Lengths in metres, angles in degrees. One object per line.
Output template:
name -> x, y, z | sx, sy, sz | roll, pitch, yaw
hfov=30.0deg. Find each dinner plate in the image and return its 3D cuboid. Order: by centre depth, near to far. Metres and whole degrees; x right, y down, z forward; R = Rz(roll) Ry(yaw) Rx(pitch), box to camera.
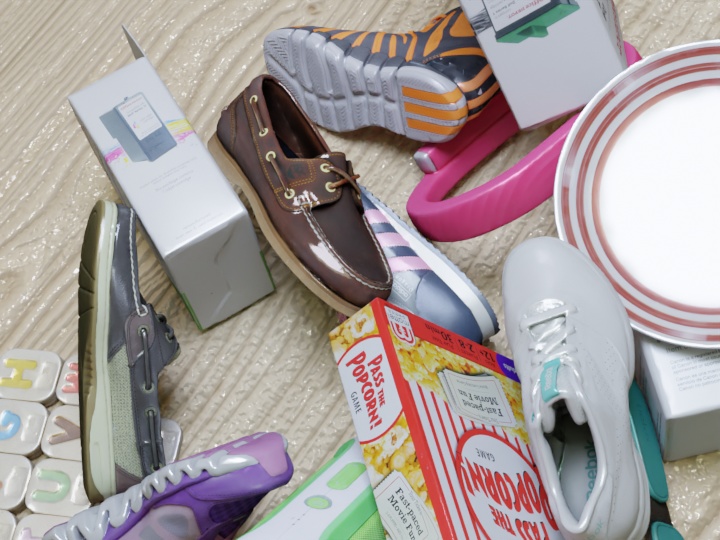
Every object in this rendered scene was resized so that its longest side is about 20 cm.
dinner plate -> 0.221, -0.048, 0.839 | 0.200, 0.024, 0.201 | -4, 76, 17

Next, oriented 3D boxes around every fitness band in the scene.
fitness band -> 0.115, -0.094, 0.942 | 0.200, 0.037, 0.144 | -41, 23, -14

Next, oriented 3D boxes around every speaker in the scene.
speaker -> -0.016, 0.162, 0.784 | 0.088, 0.089, 0.200 | 21, 24, 19

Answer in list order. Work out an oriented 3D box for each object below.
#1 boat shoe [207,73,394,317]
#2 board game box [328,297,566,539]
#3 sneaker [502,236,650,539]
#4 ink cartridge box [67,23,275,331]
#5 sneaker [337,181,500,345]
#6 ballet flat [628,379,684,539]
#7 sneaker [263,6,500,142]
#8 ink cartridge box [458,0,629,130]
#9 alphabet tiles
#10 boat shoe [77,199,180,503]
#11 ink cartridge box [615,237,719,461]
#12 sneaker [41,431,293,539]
boat shoe -> -0.036, -0.054, 0.901 | 0.070, 0.070, 0.200 | -51, 58, 20
board game box -> 0.067, 0.128, 0.801 | 0.046, 0.151, 0.200 | -38, 50, 26
sneaker -> 0.121, 0.065, 0.786 | 0.075, 0.088, 0.200 | -21, 66, 21
ink cartridge box -> -0.144, -0.069, 0.970 | 0.067, 0.117, 0.200 | -30, 61, -9
sneaker -> 0.000, 0.000, 0.937 | 0.082, 0.070, 0.200 | -42, 62, -15
ballet flat -> 0.167, 0.161, 0.837 | 0.065, 0.070, 0.200 | -27, 54, 25
sneaker -> 0.026, -0.158, 1.024 | 0.200, 0.078, 0.112 | 22, 46, 32
ink cartridge box -> 0.106, -0.218, 0.904 | 0.084, 0.200, 0.146 | -21, 27, 19
alphabet tiles -> -0.227, 0.148, 0.925 | 0.195, 0.015, 0.200 | 5, 63, 12
boat shoe -> -0.154, 0.054, 0.896 | 0.066, 0.072, 0.201 | 1, 93, -18
ink cartridge box -> 0.241, 0.006, 0.887 | 0.144, 0.084, 0.200 | -14, 61, 3
sneaker -> -0.108, 0.165, 0.824 | 0.200, 0.080, 0.089 | -32, 76, 33
